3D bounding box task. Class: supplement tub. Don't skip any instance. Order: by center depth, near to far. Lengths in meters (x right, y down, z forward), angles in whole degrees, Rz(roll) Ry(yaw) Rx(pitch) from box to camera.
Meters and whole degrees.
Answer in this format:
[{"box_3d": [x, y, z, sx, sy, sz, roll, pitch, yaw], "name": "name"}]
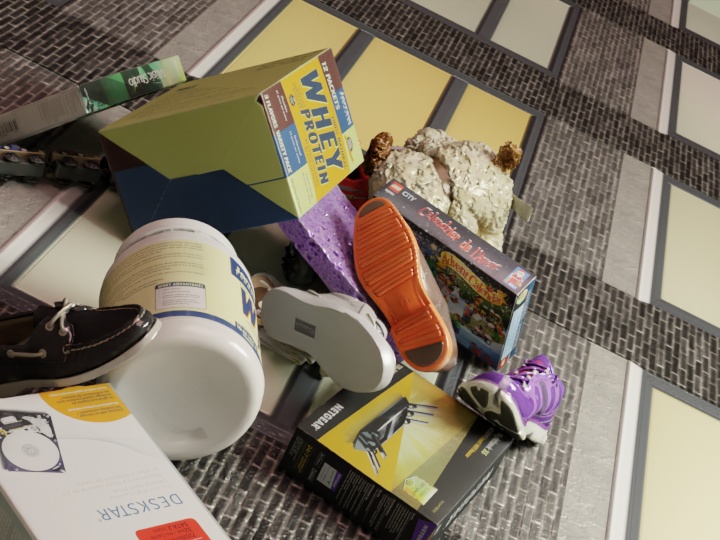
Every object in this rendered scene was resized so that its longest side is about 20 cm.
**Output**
[{"box_3d": [-0.163, 0.056, 1.373, 0.144, 0.146, 0.200, 16, 29, -18], "name": "supplement tub"}]

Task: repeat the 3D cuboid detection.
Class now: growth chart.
[{"box_3d": [-0.089, 0.044, 1.598, 0.199, 0.018, 0.145, 28, 27, 1], "name": "growth chart"}]

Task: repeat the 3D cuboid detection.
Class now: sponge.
[{"box_3d": [0.000, 0.000, 1.652, 0.200, 0.030, 0.112, 52, 30, -4], "name": "sponge"}]

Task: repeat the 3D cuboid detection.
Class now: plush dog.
[{"box_3d": [0.088, -0.091, 1.794, 0.171, 0.160, 0.201, -14, 75, -30], "name": "plush dog"}]

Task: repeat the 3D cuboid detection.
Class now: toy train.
[{"box_3d": [-0.315, -0.113, 1.657, 0.199, 0.034, 0.046, 3, 32, -38], "name": "toy train"}]

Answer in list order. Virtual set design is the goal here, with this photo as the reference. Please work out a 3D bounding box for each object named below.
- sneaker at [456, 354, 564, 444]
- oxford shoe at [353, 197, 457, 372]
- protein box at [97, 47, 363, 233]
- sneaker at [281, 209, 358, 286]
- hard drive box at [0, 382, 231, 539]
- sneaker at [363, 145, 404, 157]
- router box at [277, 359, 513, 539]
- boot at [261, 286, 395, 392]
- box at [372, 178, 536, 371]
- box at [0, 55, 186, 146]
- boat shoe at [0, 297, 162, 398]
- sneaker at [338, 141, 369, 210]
[{"box_3d": [0.158, 0.118, 1.539, 0.080, 0.084, 0.200, 32, 2, 20], "name": "sneaker"}, {"box_3d": [0.048, 0.019, 1.618, 0.073, 0.071, 0.201, 23, 45, -66], "name": "oxford shoe"}, {"box_3d": [-0.133, -0.132, 1.636, 0.197, 0.136, 0.200, -10, 17, 24], "name": "protein box"}, {"box_3d": [-0.034, -0.036, 1.725, 0.090, 0.067, 0.200, 20, 26, -6], "name": "sneaker"}, {"box_3d": [-0.217, 0.186, 1.180, 0.155, 0.077, 0.200, -6, 42, -45], "name": "hard drive box"}, {"box_3d": [0.090, -0.093, 1.924, 0.199, 0.070, 0.090, 21, 25, -13], "name": "sneaker"}, {"box_3d": [0.038, 0.171, 1.446, 0.157, 0.052, 0.200, 33, 28, 13], "name": "router box"}, {"box_3d": [-0.006, 0.061, 1.497, 0.095, 0.074, 0.200, -1, 20, -38], "name": "boot"}, {"box_3d": [0.093, 0.005, 1.683, 0.200, 0.137, 0.038, 36, 56, 21], "name": "box"}, {"box_3d": [-0.304, -0.188, 1.698, 0.200, 0.144, 0.037, -36, 108, -58], "name": "box"}, {"box_3d": [-0.252, 0.055, 1.260, 0.061, 0.199, 0.074, 62, 38, -19], "name": "boat shoe"}, {"box_3d": [-0.034, -0.137, 1.880, 0.077, 0.085, 0.200, -1, 38, -43], "name": "sneaker"}]
